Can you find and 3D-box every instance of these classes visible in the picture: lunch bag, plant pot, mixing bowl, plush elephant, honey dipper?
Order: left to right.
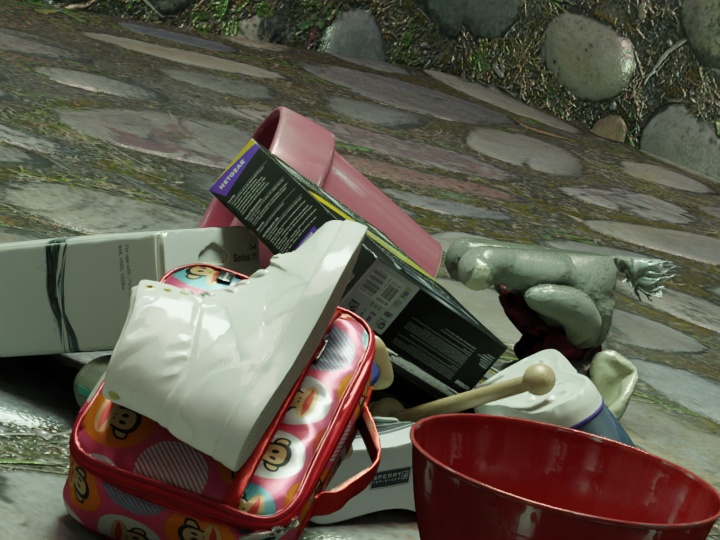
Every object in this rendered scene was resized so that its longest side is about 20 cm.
[{"bbox_3d":[-0.074,0.097,1.483,0.176,0.082,0.200,19,45,8],"label":"lunch bag"},{"bbox_3d":[-0.039,-0.009,2.006,0.179,0.200,0.200,30,9,-11],"label":"plant pot"},{"bbox_3d":[0.061,0.095,1.700,0.038,0.038,0.200,4,-19,-44],"label":"honey dipper"},{"bbox_3d":[0.115,0.170,1.482,0.200,0.108,0.200,13,11,-3],"label":"mixing bowl"},{"bbox_3d":[0.162,0.059,2.036,0.200,0.155,0.165,5,4,-11],"label":"plush elephant"}]

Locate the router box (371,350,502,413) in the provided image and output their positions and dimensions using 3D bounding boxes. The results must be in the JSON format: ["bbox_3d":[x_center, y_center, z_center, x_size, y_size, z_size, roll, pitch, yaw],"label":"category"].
[{"bbox_3d":[0.078,0.108,1.888,0.149,0.051,0.200,9,13,-37],"label":"router box"}]

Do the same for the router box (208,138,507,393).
[{"bbox_3d":[0.000,0.000,1.737,0.157,0.052,0.200,44,6,37],"label":"router box"}]

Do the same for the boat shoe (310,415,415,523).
[{"bbox_3d":[0.013,0.133,1.655,0.200,0.072,0.068,-6,24,-43],"label":"boat shoe"}]

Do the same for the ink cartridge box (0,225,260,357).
[{"bbox_3d":[-0.189,0.016,1.733,0.200,0.083,0.147,-5,1,28],"label":"ink cartridge box"}]

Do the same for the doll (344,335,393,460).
[{"bbox_3d":[-0.059,0.100,1.570,0.136,0.048,0.200,20,38,31],"label":"doll"}]

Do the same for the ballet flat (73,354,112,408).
[{"bbox_3d":[-0.128,0.079,1.725,0.064,0.067,0.200,16,10,34],"label":"ballet flat"}]

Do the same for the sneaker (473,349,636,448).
[{"bbox_3d":[0.154,0.142,1.720,0.081,0.147,0.200,-29,10,-7],"label":"sneaker"}]

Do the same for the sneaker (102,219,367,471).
[{"bbox_3d":[-0.079,0.020,1.447,0.116,0.074,0.200,25,47,9],"label":"sneaker"}]
